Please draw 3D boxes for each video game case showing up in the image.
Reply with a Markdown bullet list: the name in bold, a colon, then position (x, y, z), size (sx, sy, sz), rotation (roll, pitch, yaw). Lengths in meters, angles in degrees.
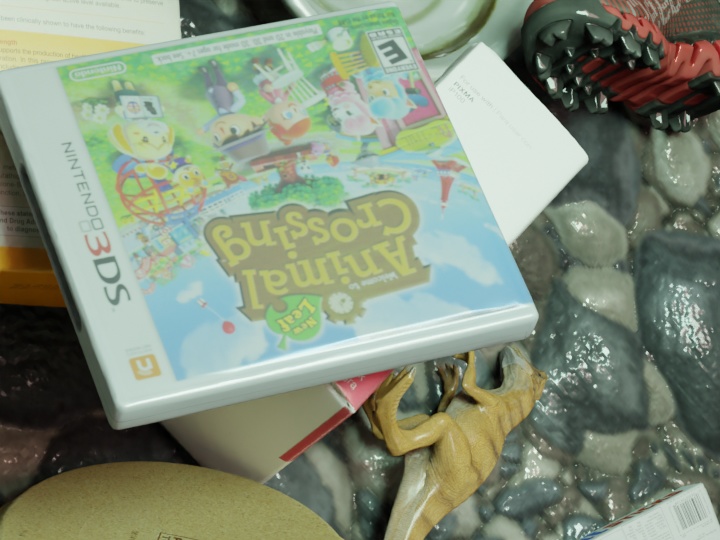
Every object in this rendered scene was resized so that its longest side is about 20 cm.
- **video game case**: position (-0.044, -0.030, 1.275), size (0.199, 0.022, 0.183), rotation (-12, 60, -21)

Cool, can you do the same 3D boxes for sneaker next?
- **sneaker**: position (0.139, -0.135, 1.540), size (0.200, 0.071, 0.098), rotation (7, 63, -56)

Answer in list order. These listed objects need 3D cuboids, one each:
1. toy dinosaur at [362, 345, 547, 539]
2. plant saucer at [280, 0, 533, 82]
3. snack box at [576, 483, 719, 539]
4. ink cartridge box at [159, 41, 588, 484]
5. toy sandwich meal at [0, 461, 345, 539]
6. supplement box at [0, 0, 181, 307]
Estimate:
- **toy dinosaur**: position (0.037, 0.098, 1.439), size (0.106, 0.060, 0.200), rotation (47, 57, -17)
- **plant saucer**: position (0.010, -0.189, 1.497), size (0.199, 0.050, 0.201), rotation (9, 73, -33)
- **snack box**: position (0.117, 0.179, 1.495), size (0.199, 0.024, 0.072), rotation (-22, 92, -36)
- **ink cartridge box**: position (0.000, 0.000, 1.376), size (0.083, 0.146, 0.200), rotation (46, 57, -1)
- **toy sandwich meal**: position (-0.081, 0.154, 1.296), size (0.204, 0.205, 0.071), rotation (-9, 120, -35)
- **supplement box**: position (-0.152, -0.087, 1.345), size (0.125, 0.073, 0.201), rotation (4, 76, -33)
